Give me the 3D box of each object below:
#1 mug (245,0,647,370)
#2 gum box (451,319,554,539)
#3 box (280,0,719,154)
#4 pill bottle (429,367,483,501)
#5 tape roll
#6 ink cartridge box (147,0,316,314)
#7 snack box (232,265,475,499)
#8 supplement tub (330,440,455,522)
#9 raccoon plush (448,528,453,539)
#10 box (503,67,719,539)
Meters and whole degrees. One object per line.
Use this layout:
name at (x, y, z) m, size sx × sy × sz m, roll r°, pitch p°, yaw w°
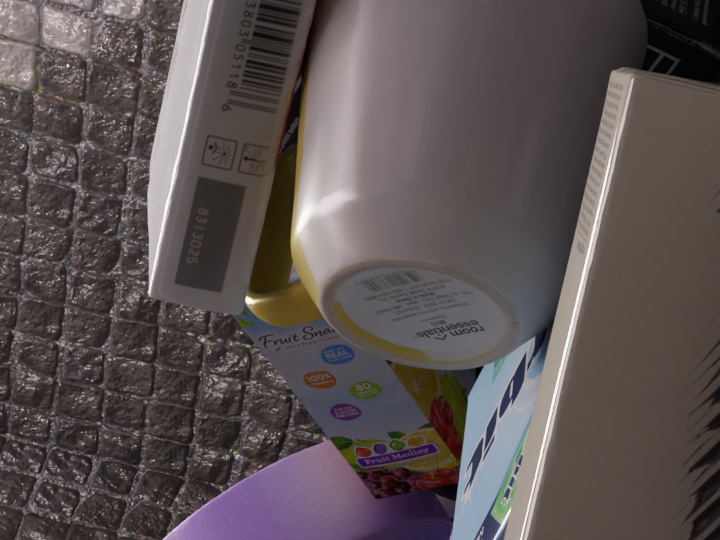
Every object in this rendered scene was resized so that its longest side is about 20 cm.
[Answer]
mug at (0.034, -0.036, 0.914) m, size 0.187 × 0.148 × 0.154 m, roll 107°, pitch 176°, yaw -58°
gum box at (0.091, 0.043, 0.903) m, size 0.200 × 0.044 × 0.171 m, roll -77°, pitch 12°, yaw -63°
box at (0.048, -0.123, 1.056) m, size 0.200 × 0.197 × 0.124 m, roll 126°, pitch 163°, yaw -47°
pill bottle at (0.081, 0.044, 1.343) m, size 0.201 × 0.111 × 0.112 m, roll -75°, pitch -2°, yaw -49°
tape roll at (-0.042, 0.183, 1.320) m, size 0.066 × 0.199 × 0.201 m, roll 58°, pitch 161°, yaw 22°
ink cartridge box at (-0.061, -0.091, 0.993) m, size 0.200 × 0.050 × 0.164 m, roll -97°, pitch 20°, yaw -68°
snack box at (0.000, 0.000, 1.194) m, size 0.200 × 0.067 × 0.170 m, roll 57°, pitch -152°, yaw -45°
supplement tub at (0.045, 0.148, 1.533) m, size 0.201 × 0.144 × 0.146 m, roll 101°, pitch -178°, yaw -55°
raccoon plush at (0.036, 0.198, 1.259) m, size 0.200 × 0.097 × 0.134 m, roll -41°, pitch 15°, yaw -13°
box at (0.094, 0.039, 0.705) m, size 0.082 × 0.068 × 0.202 m, roll -68°, pitch -10°, yaw -82°
